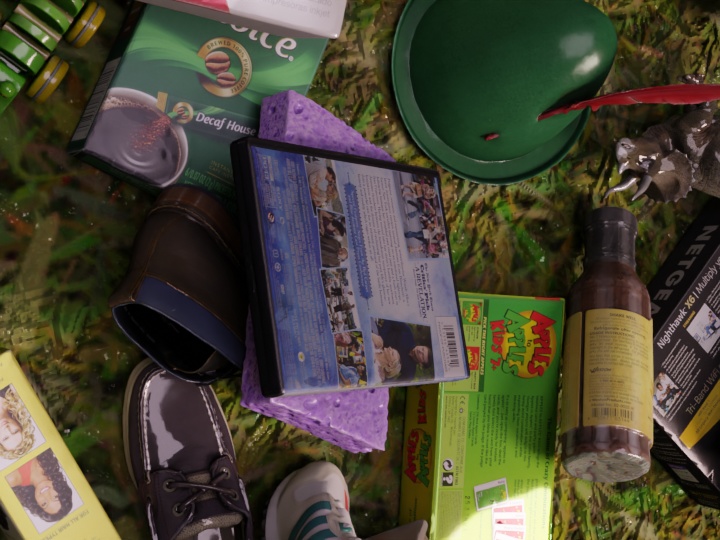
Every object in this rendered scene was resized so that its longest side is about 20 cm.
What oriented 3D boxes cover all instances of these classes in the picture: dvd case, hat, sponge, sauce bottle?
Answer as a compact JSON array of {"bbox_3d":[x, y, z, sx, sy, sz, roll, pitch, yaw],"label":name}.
[{"bbox_3d":[0.000,0.000,0.731,0.200,0.018,0.143,3,76,-54],"label":"dvd case"},{"bbox_3d":[0.146,-0.148,0.813,0.200,0.176,0.166,-20,99,-25],"label":"hat"},{"bbox_3d":[-0.022,0.002,0.742,0.111,0.030,0.201,29,56,-48],"label":"sponge"},{"bbox_3d":[0.177,0.048,0.865,0.065,0.065,0.201,23,60,-25],"label":"sauce bottle"}]

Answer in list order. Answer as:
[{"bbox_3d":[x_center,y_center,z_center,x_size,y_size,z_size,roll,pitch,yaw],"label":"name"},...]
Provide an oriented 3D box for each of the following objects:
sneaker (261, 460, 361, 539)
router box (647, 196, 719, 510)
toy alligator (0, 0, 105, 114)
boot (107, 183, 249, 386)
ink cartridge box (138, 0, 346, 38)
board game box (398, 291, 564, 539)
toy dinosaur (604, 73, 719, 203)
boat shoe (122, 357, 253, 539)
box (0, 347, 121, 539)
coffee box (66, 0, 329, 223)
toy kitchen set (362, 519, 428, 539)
[{"bbox_3d":[-0.014,0.182,0.732,0.070,0.093,0.200,63,22,-20],"label":"sneaker"},{"bbox_3d":[0.289,0.063,0.954,0.157,0.052,0.200,46,71,-19],"label":"router box"},{"bbox_3d":[-0.204,-0.122,0.707,0.059,0.054,0.200,36,75,-22],"label":"toy alligator"},{"bbox_3d":[-0.077,0.052,0.737,0.200,0.075,0.097,52,37,-22],"label":"boot"},{"bbox_3d":[-0.070,-0.244,0.679,0.145,0.083,0.201,9,97,-24],"label":"ink cartridge box"},{"bbox_3d":[0.085,0.116,0.855,0.101,0.048,0.201,4,88,-27],"label":"board game box"},{"bbox_3d":[0.281,-0.094,0.928,0.199,0.077,0.103,5,88,-6],"label":"toy dinosaur"},{"bbox_3d":[-0.099,0.151,0.753,0.072,0.065,0.201,-9,93,-25],"label":"boat shoe"},{"bbox_3d":[-0.183,0.141,0.708,0.050,0.075,0.200,-33,103,-25],"label":"box"},{"bbox_3d":[-0.090,-0.138,0.769,0.123,0.044,0.201,27,78,-24],"label":"coffee box"},{"bbox_3d":[0.030,0.287,0.774,0.181,0.200,0.163,57,27,-15],"label":"toy kitchen set"}]
